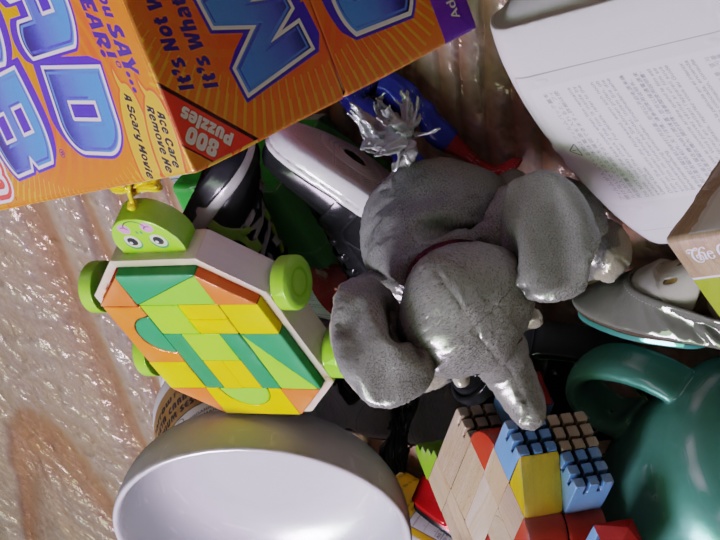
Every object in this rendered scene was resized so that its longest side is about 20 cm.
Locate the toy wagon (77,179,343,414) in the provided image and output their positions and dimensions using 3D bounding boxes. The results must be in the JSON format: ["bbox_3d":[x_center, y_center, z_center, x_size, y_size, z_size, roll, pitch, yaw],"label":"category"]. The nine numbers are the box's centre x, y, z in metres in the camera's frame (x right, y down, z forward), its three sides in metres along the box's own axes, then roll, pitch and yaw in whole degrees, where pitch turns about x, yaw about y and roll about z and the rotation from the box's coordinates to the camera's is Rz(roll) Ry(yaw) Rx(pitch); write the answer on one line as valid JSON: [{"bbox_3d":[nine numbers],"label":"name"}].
[{"bbox_3d":[-0.096,0.018,1.106,0.154,0.040,0.200,-2,142,31],"label":"toy wagon"}]

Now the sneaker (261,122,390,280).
[{"bbox_3d":[0.000,0.000,1.123,0.199,0.112,0.073,30,-161,-29],"label":"sneaker"}]

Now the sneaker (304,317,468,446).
[{"bbox_3d":[-0.028,0.078,1.317,0.199,0.076,0.115,18,172,-29],"label":"sneaker"}]

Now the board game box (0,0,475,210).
[{"bbox_3d":[-0.103,-0.167,0.942,0.199,0.199,0.201,-6,109,51],"label":"board game box"}]

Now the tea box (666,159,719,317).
[{"bbox_3d":[0.270,-0.016,0.789,0.133,0.200,0.197,-9,125,53],"label":"tea box"}]

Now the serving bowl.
[{"bbox_3d":[-0.063,0.151,1.243,0.198,0.066,0.201,3,139,3],"label":"serving bowl"}]

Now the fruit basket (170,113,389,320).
[{"bbox_3d":[-0.021,-0.022,1.244,0.184,0.094,0.200,4,151,46],"label":"fruit basket"}]

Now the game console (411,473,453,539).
[{"bbox_3d":[0.125,0.203,1.253,0.199,0.031,0.177,34,178,11],"label":"game console"}]

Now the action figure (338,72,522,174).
[{"bbox_3d":[0.010,-0.115,1.080,0.200,0.065,0.099,38,157,-1],"label":"action figure"}]

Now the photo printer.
[{"bbox_3d":[0.165,-0.091,0.927,0.167,0.070,0.199,50,152,-20],"label":"photo printer"}]

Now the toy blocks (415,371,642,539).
[{"bbox_3d":[0.102,0.141,1.093,0.137,0.099,0.201,107,150,-45],"label":"toy blocks"}]

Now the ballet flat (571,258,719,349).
[{"bbox_3d":[0.214,0.019,1.056,0.199,0.067,0.064,18,117,31],"label":"ballet flat"}]

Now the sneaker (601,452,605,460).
[{"bbox_3d":[0.145,0.166,1.225,0.200,0.073,0.084,155,105,-69],"label":"sneaker"}]

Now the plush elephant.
[{"bbox_3d":[0.061,0.013,1.005,0.164,0.155,0.200,-27,130,13],"label":"plush elephant"}]

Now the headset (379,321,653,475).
[{"bbox_3d":[0.101,0.088,1.206,0.199,0.095,0.123,-6,147,36],"label":"headset"}]

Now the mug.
[{"bbox_3d":[0.214,0.121,1.075,0.184,0.153,0.115,13,150,-13],"label":"mug"}]

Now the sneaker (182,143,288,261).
[{"bbox_3d":[-0.067,-0.017,1.145,0.082,0.072,0.200,20,148,1],"label":"sneaker"}]

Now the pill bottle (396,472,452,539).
[{"bbox_3d":[0.055,0.232,1.459,0.199,0.111,0.111,26,148,22],"label":"pill bottle"}]

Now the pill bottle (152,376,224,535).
[{"bbox_3d":[-0.097,0.124,1.395,0.115,0.114,0.200,60,-176,-33],"label":"pill bottle"}]
